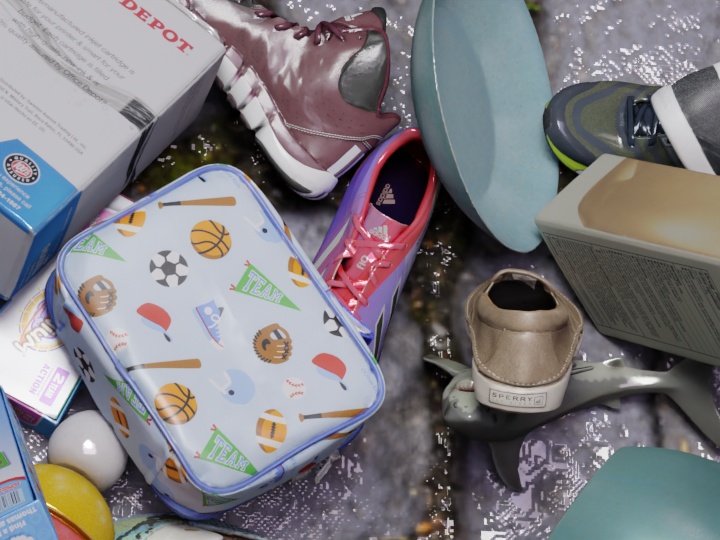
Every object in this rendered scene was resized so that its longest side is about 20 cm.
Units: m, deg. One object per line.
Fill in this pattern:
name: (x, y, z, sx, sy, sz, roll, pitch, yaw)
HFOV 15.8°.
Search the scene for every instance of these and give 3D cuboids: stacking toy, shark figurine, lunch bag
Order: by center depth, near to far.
stacking toy: (-0.193, 0.165, 1.529, 0.146, 0.146, 0.200, 28, 54, -1)
lunch bag: (-0.083, 0.044, 1.562, 0.160, 0.076, 0.200, -29, 79, -25)
shark figurine: (0.123, 0.095, 1.640, 0.214, 0.128, 0.090, -3, 98, -30)

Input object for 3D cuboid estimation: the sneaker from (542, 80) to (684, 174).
sneaker: (0.218, -0.099, 1.704, 0.199, 0.081, 0.074, 1, 71, -11)

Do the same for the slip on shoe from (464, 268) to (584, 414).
slip on shoe: (0.098, 0.027, 1.584, 0.076, 0.200, 0.061, 5, 107, 6)

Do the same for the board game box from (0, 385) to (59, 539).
board game box: (-0.254, 0.140, 1.466, 0.151, 0.200, 0.037, -26, 111, -5)

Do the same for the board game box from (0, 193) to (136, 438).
board game box: (-0.240, -0.010, 1.609, 0.200, 0.040, 0.153, 29, 69, -1)

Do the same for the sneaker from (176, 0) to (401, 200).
sneaker: (-0.046, -0.153, 1.661, 0.115, 0.076, 0.200, -36, 90, 4)

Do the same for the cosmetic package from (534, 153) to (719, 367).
cosmetic package: (0.208, -0.002, 1.598, 0.071, 0.200, 0.105, -42, 119, -19)

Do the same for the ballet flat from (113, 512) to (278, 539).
ballet flat: (-0.071, 0.183, 1.565, 0.199, 0.074, 0.074, 10, 71, -7)

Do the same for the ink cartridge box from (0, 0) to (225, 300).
ink cartridge box: (-0.200, -0.102, 1.581, 0.144, 0.084, 0.200, 38, 53, 7)

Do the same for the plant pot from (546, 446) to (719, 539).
plant pot: (0.185, 0.200, 1.548, 0.161, 0.201, 0.201, 35, 69, 13)

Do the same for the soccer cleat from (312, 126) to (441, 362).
soccer cleat: (0.000, 0.000, 1.634, 0.068, 0.073, 0.200, 24, 69, -3)

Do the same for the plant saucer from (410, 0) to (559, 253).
plant saucer: (0.071, -0.108, 1.646, 0.039, 0.201, 0.202, -10, 71, 23)

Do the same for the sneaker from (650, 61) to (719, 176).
sneaker: (0.276, -0.058, 1.644, 0.112, 0.200, 0.073, -29, 34, 13)
